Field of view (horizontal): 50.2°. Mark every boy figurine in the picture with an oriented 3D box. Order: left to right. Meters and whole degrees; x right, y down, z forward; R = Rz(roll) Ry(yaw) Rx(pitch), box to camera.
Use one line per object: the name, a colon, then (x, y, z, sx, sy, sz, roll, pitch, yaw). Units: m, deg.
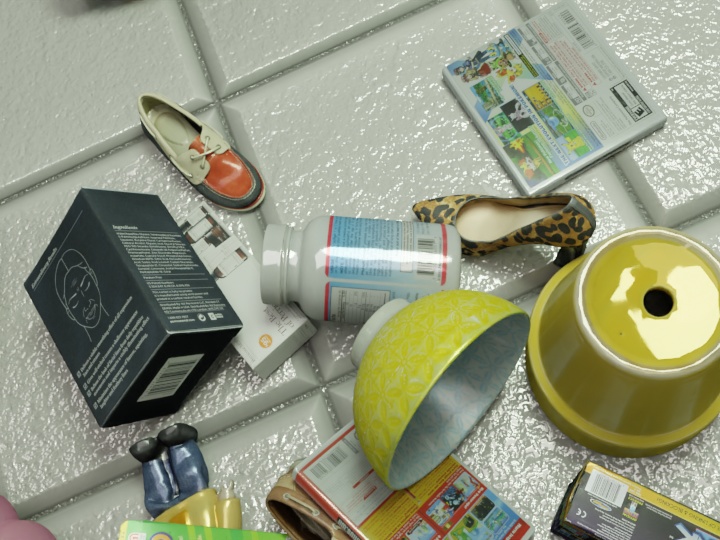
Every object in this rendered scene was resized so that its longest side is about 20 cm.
boy figurine: (-0.177, 0.264, 0.775, 0.123, 0.065, 0.202, -22, 65, -2)

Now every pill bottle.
pill bottle: (0.000, 0.000, 0.796, 0.197, 0.109, 0.110, 5, 70, 0)

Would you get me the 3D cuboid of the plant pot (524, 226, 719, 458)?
plant pot: (0.253, 0.057, 0.702, 0.198, 0.189, 0.203, -3, 69, 9)

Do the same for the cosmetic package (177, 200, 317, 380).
cosmetic package: (-0.144, 0.019, 0.866, 0.082, 0.051, 0.200, -42, 68, -5)

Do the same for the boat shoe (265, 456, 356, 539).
boat shoe: (-0.012, 0.267, 0.721, 0.199, 0.076, 0.072, 38, 39, 22)

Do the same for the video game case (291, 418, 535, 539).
video game case: (0.051, 0.220, 0.729, 0.199, 0.018, 0.142, 39, 45, 21)

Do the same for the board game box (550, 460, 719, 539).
board game box: (0.265, 0.238, 0.643, 0.198, 0.166, 0.057, 24, 73, 19)

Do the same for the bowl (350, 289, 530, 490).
bowl: (0.055, 0.088, 0.710, 0.107, 0.200, 0.200, 38, 80, 27)

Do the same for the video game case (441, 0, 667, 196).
video game case: (0.220, -0.203, 0.895, 0.181, 0.022, 0.201, -29, 68, -1)

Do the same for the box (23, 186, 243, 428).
box: (-0.245, 0.036, 0.818, 0.149, 0.107, 0.201, -49, 66, 25)

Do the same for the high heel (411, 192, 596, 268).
high heel: (0.141, -0.064, 0.792, 0.198, 0.143, 0.072, 17, 73, 16)

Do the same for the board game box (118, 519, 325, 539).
board game box: (-0.129, 0.290, 0.713, 0.198, 0.030, 0.096, 13, 54, -20)

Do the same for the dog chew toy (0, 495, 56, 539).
dog chew toy: (-0.361, 0.301, 0.769, 0.198, 0.125, 0.126, 22, 75, 9)

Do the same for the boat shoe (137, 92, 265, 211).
boat shoe: (-0.196, -0.146, 0.932, 0.200, 0.063, 0.071, 41, 80, 20)
